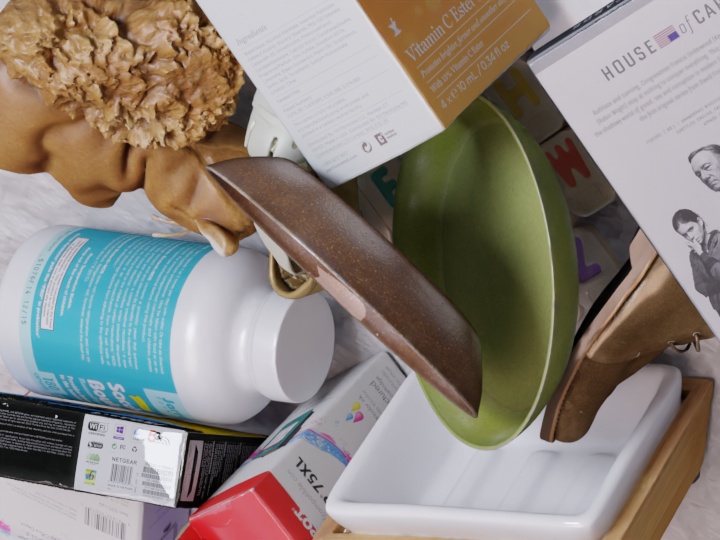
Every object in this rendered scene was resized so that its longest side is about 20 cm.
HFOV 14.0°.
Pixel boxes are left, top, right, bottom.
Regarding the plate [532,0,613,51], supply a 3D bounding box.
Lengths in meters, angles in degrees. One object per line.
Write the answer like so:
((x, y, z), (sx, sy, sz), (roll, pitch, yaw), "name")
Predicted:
((0.185, -0.129, 1.547), (0.200, 0.032, 0.200), (-22, 106, 43), "plate")

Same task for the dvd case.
((0.202, -0.067, 1.503), (0.150, 0.025, 0.200), (-31, 102, 20), "dvd case")

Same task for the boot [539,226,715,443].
((0.162, 0.030, 1.596), (0.075, 0.074, 0.200), (29, 122, 0), "boot")

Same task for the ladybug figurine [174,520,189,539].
((-0.059, 0.245, 1.852), (0.136, 0.072, 0.200), (-21, 107, 41), "ladybug figurine")

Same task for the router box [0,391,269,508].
((-0.172, 0.109, 1.817), (0.200, 0.149, 0.051), (8, 88, 20), "router box")

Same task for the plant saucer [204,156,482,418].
((0.000, 0.000, 1.584), (0.200, 0.037, 0.200), (42, 177, 3), "plant saucer")

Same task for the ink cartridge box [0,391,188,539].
((-0.182, 0.180, 1.983), (0.116, 0.067, 0.200), (22, 128, 20), "ink cartridge box")

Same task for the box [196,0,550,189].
((-0.012, -0.167, 1.551), (0.097, 0.124, 0.200), (-25, 104, 44), "box")

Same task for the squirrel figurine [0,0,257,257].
((-0.128, -0.090, 1.696), (0.187, 0.142, 0.200), (34, 156, 0), "squirrel figurine")

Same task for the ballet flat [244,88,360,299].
((-0.034, -0.059, 1.664), (0.069, 0.063, 0.200), (39, 150, 39), "ballet flat")

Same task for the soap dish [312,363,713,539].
((0.093, 0.125, 1.700), (0.200, 0.157, 0.081), (-1, 128, 35), "soap dish")

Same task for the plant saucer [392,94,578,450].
((0.072, -0.001, 1.618), (0.200, 0.031, 0.200), (174, 90, -66), "plant saucer")

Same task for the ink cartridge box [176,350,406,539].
((-0.021, 0.154, 1.763), (0.067, 0.200, 0.116), (-29, 102, 44), "ink cartridge box")

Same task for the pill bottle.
((-0.118, 0.035, 1.810), (0.200, 0.111, 0.111), (7, 124, 31), "pill bottle")

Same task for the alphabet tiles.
((0.061, -0.043, 1.689), (0.200, 0.015, 0.196), (-34, 91, 44), "alphabet tiles")
